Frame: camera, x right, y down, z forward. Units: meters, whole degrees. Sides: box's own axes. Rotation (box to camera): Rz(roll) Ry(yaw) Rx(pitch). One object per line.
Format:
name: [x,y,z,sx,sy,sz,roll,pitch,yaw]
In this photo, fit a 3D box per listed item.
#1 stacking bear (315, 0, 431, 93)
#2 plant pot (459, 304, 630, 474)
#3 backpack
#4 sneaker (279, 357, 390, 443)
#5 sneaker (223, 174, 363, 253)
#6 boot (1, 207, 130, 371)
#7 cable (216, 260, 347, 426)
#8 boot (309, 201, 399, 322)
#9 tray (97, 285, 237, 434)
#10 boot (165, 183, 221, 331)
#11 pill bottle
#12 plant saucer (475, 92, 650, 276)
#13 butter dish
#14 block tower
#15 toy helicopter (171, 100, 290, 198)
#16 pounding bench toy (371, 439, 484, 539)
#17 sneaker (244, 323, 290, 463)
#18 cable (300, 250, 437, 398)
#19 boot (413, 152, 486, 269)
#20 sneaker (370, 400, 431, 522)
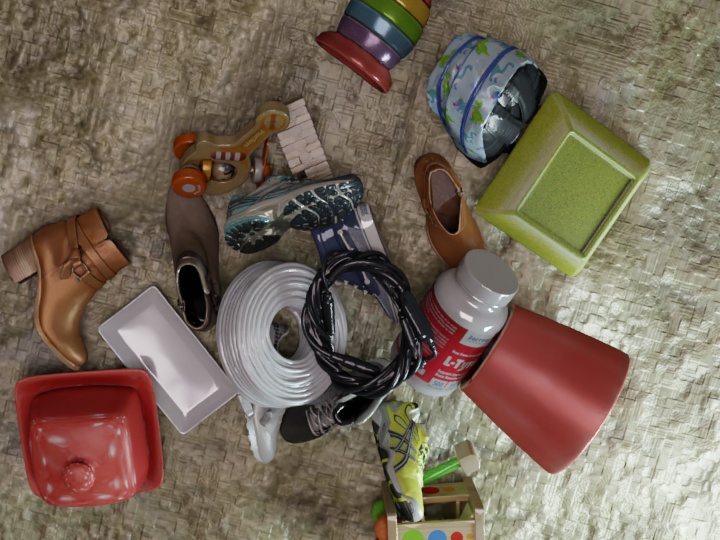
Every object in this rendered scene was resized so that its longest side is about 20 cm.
stacking bear: [0.047,-0.354,1.567,0.121,0.114,0.201,35,93,-9]
plant pot: [0.248,0.154,1.645,0.176,0.200,0.202,32,98,-1]
backpack: [0.165,-0.231,1.548,0.153,0.200,0.164,37,98,-1]
sneaker: [-0.043,0.196,1.651,0.199,0.116,0.075,-34,97,17]
sneaker: [-0.094,-0.099,1.569,0.198,0.087,0.078,-18,142,10]
boot: [-0.387,0.024,1.639,0.154,0.077,0.202,-27,94,-1]
cable: [-0.107,0.087,1.613,0.200,0.069,0.201,-40,111,-34]
boot: [0.000,0.000,1.636,0.089,0.073,0.201,-19,121,6]
tray: [-0.274,0.127,1.685,0.107,0.022,0.201,-36,101,5]
boot: [-0.228,-0.018,1.594,0.069,0.146,0.202,-15,102,2]
pill bottle: [0.131,0.070,1.615,0.111,0.113,0.201,27,126,-8]
plant saucer: [0.292,-0.111,1.632,0.199,0.048,0.201,30,98,-24]
butter dish: [-0.382,0.254,1.631,0.197,0.148,0.202,-4,112,-3]
block tower: [-0.070,-0.145,1.626,0.057,0.054,0.202,-23,102,1]
toy helicopter: [-0.157,-0.159,1.579,0.131,0.080,0.199,24,137,-34]
pounding bench toy: [0.094,0.347,1.698,0.154,0.124,0.203,-2,102,-3]
sneaker: [-0.131,0.176,1.677,0.080,0.076,0.203,-6,100,-10]
cable: [0.001,0.068,1.582,0.162,0.051,0.201,-30,94,15]
boot: [0.124,-0.063,1.601,0.073,0.155,0.201,-28,102,2]
sneaker: [0.064,0.258,1.648,0.076,0.201,0.076,-13,138,-2]
